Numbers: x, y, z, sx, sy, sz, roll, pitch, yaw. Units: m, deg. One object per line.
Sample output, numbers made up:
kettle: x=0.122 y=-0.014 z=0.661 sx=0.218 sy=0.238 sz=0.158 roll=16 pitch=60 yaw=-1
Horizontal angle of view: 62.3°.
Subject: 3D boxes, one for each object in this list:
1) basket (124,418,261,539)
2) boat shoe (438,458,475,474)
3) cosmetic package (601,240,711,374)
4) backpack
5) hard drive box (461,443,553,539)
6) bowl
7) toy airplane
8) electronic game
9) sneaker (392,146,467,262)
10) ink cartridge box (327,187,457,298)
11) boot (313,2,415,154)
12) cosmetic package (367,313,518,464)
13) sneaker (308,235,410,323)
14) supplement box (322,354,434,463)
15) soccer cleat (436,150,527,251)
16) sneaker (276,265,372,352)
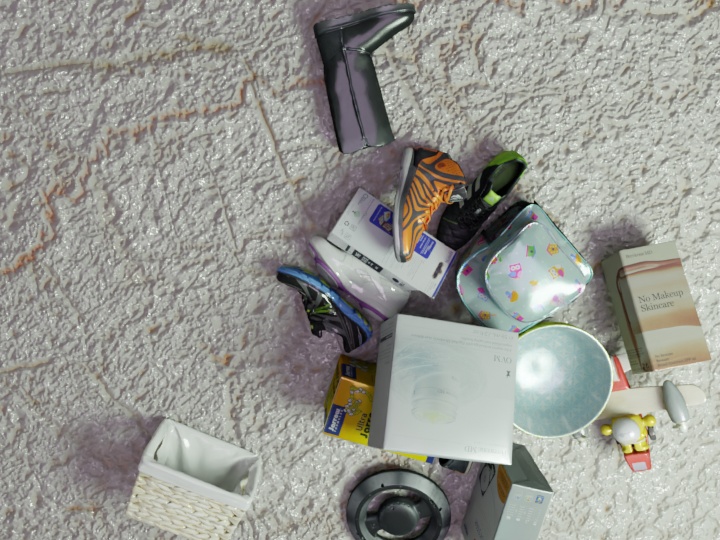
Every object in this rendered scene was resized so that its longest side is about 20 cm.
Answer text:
basket: x=-0.292 y=0.375 z=1.045 sx=0.199 sy=0.136 sz=0.124 roll=25 pitch=104 yaw=-8
boat shoe: x=0.187 y=0.276 z=1.074 sx=0.062 sy=0.075 sz=0.202 roll=8 pitch=107 yaw=-11
cosmetic package: x=0.488 y=0.063 z=0.992 sx=0.102 sy=0.087 sz=0.202 roll=-12 pitch=77 yaw=0
backpack: x=0.255 y=0.008 z=0.977 sx=0.200 sy=0.153 sz=0.176 roll=-40 pitch=98 yaw=18
hard drive box: x=0.257 y=0.434 z=1.070 sx=0.076 sy=0.156 sz=0.202 roll=12 pitch=101 yaw=-5
bowl: x=0.320 y=0.175 z=1.036 sx=0.198 sy=0.108 sz=0.202 roll=0 pitch=102 yaw=0
toy airplane: x=0.461 y=0.243 z=1.042 sx=0.198 sy=0.141 sz=0.201 roll=30 pitch=115 yaw=11
electronic game: x=0.071 y=0.462 z=1.125 sx=0.198 sy=0.042 sz=0.202 roll=1 pitch=107 yaw=4
sneaker: x=0.111 y=-0.106 z=0.941 sx=0.111 sy=0.078 sz=0.202 roll=6 pitch=73 yaw=8
ink cartridge box: x=0.053 y=-0.040 z=0.983 sx=0.199 sy=0.039 sz=0.100 roll=34 pitch=67 yaw=-2
boot: x=0.023 y=-0.298 z=0.939 sx=0.163 sy=0.066 sz=0.202 roll=-11 pitch=100 yaw=9
cosmetic package: x=0.127 y=0.187 z=0.930 sx=0.198 sy=0.123 sz=0.202 roll=9 pitch=77 yaw=-8
sneaker: x=0.000 y=0.000 z=1.015 sx=0.200 sy=0.075 sz=0.100 roll=40 pitch=76 yaw=-8
supplement box: x=0.043 y=0.239 z=1.039 sx=0.198 sy=0.109 sz=0.110 roll=17 pitch=101 yaw=-6
soccer cleat: x=0.196 y=-0.112 z=0.981 sx=0.067 sy=0.081 sz=0.200 roll=36 pitch=101 yaw=-9
sneaker: x=-0.068 y=0.067 z=1.015 sx=0.199 sy=0.071 sz=0.083 roll=42 pitch=92 yaw=-13
